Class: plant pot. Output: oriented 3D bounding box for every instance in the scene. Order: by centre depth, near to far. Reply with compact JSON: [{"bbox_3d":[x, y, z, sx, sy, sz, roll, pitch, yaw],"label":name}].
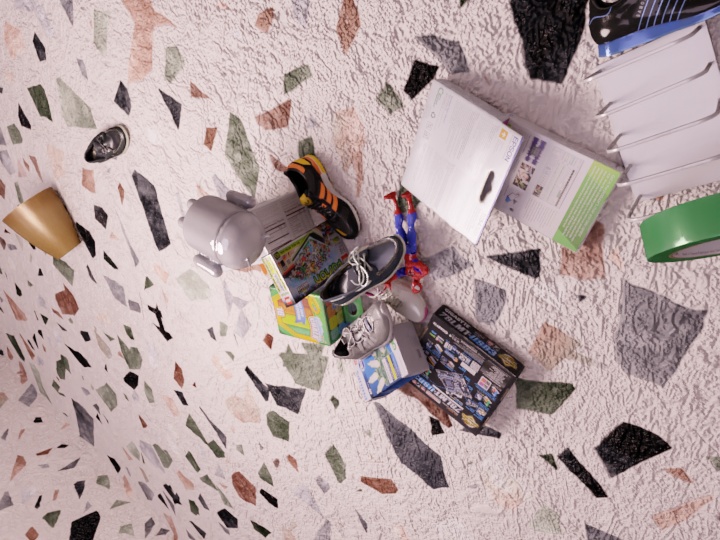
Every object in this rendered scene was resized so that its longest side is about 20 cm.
[{"bbox_3d":[-1.052,-0.143,1.839,0.185,0.187,0.201,-19,114,42],"label":"plant pot"}]

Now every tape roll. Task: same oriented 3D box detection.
[{"bbox_3d":[0.450,-0.055,0.660,0.198,0.198,0.049,-18,74,42],"label":"tape roll"}]

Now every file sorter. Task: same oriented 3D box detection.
[{"bbox_3d":[0.384,-0.185,0.694,0.137,0.124,0.203,-15,103,41],"label":"file sorter"}]

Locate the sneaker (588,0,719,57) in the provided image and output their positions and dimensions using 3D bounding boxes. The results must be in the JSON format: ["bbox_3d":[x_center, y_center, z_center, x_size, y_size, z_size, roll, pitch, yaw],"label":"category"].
[{"bbox_3d":[0.376,-0.332,0.660,0.198,0.070,0.079,-11,111,41],"label":"sneaker"}]

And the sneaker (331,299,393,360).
[{"bbox_3d":[0.003,0.134,1.101,0.076,0.081,0.201,63,145,27],"label":"sneaker"}]

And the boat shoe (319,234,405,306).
[{"bbox_3d":[0.000,0.000,1.027,0.199,0.061,0.076,-34,70,30],"label":"boat shoe"}]

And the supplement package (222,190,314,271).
[{"bbox_3d":[-0.228,-0.086,1.211,0.198,0.155,0.113,-10,106,41],"label":"supplement package"}]

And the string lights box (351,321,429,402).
[{"bbox_3d":[0.058,0.198,1.160,0.200,0.058,0.104,-49,56,51],"label":"string lights box"}]

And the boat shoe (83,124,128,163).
[{"bbox_3d":[-0.717,-0.347,1.523,0.197,0.066,0.076,-8,108,41],"label":"boat shoe"}]

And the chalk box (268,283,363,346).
[{"bbox_3d":[-0.082,0.077,1.203,0.197,0.124,0.127,8,118,36],"label":"chalk box"}]

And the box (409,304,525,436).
[{"bbox_3d":[0.199,0.204,1.098,0.199,0.049,0.201,36,133,21],"label":"box"}]

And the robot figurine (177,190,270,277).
[{"bbox_3d":[-0.264,-0.075,1.061,0.198,0.113,0.172,26,91,27],"label":"robot figurine"}]

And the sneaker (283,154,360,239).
[{"bbox_3d":[-0.084,-0.138,1.114,0.070,0.090,0.202,-36,89,43],"label":"sneaker"}]

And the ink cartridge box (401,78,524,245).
[{"bbox_3d":[0.166,-0.179,0.897,0.200,0.043,0.199,44,134,31],"label":"ink cartridge box"}]

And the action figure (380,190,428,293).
[{"bbox_3d":[0.078,-0.039,1.038,0.064,0.099,0.203,1,116,39],"label":"action figure"}]

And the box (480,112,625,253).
[{"bbox_3d":[0.287,-0.139,0.858,0.199,0.036,0.146,35,130,21],"label":"box"}]

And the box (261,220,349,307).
[{"bbox_3d":[-0.103,-0.020,1.117,0.034,0.199,0.112,-19,102,42],"label":"box"}]

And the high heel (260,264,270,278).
[{"bbox_3d":[-0.175,-0.029,1.286,0.199,0.095,0.069,-22,86,63],"label":"high heel"}]

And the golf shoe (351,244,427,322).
[{"bbox_3d":[0.048,0.040,1.105,0.200,0.091,0.076,43,131,11],"label":"golf shoe"}]
